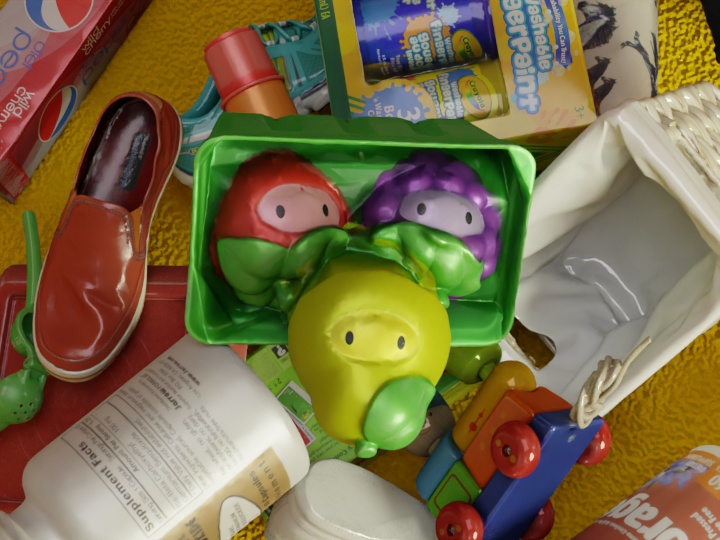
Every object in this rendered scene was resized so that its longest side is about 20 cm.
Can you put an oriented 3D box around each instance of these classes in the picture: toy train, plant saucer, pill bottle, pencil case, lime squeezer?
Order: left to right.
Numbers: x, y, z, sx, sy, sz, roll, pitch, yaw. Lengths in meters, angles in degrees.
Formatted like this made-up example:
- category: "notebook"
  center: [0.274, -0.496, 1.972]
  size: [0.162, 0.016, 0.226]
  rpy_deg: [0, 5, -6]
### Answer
- category: "lime squeezer"
  center: [-0.228, 0.059, 1.279]
  size: [0.038, 0.071, 0.201]
  rpy_deg: [23, 80, -32]
- category: "plant saucer"
  center: [-0.176, 0.088, 1.281]
  size: [0.199, 0.037, 0.201]
  rpy_deg: [1, 74, 23]
- category: "pill bottle"
  center: [-0.139, 0.138, 1.159]
  size: [0.200, 0.114, 0.114]
  rpy_deg: [-39, 75, -15]
- category: "toy train"
  center: [0.095, 0.075, 1.186]
  size: [0.116, 0.084, 0.200]
  rpy_deg: [51, 125, 31]
- category: "pencil case"
  center: [0.160, -0.146, 1.322]
  size: [0.089, 0.078, 0.201]
  rpy_deg: [-4, 74, 20]
- category: "pill bottle"
  center: [0.172, 0.205, 1.191]
  size: [0.200, 0.112, 0.112]
  rpy_deg: [-33, 75, -18]

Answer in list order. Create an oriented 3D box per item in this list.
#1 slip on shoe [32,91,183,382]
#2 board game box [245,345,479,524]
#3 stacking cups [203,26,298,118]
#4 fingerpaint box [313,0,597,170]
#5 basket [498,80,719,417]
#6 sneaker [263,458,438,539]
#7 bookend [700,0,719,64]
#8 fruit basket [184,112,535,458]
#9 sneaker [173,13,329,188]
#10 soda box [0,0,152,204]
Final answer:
- category: "slip on shoe"
  center: [-0.168, -0.026, 1.254]
  size: [0.074, 0.061, 0.201]
  rpy_deg: [15, 78, 11]
- category: "board game box"
  center: [-0.007, 0.073, 1.293]
  size: [0.200, 0.048, 0.102]
  rpy_deg: [-36, 76, -4]
- category: "stacking cups"
  center: [-0.044, -0.064, 1.268]
  size: [0.060, 0.061, 0.201]
  rpy_deg: [-22, 79, -1]
- category: "fingerpaint box"
  center: [0.056, -0.161, 1.261]
  size: [0.166, 0.073, 0.201]
  rpy_deg: [-9, 73, 3]
- category: "basket"
  center: [0.171, -0.010, 1.214]
  size: [0.136, 0.200, 0.123]
  rpy_deg: [52, 41, 10]
- category: "sneaker"
  center: [0.031, 0.193, 1.251]
  size: [0.200, 0.089, 0.075]
  rpy_deg: [30, 45, -11]
- category: "bookend"
  center: [0.235, -0.222, 1.276]
  size: [0.198, 0.092, 0.201]
  rpy_deg: [-3, 71, -37]
- category: "fruit basket"
  center: [0.000, 0.000, 1.119]
  size: [0.215, 0.216, 0.156]
  rpy_deg: [10, 118, 7]
- category: "sneaker"
  center: [-0.059, -0.139, 1.326]
  size: [0.200, 0.077, 0.080]
  rpy_deg: [-46, 110, -8]
- category: "soda box"
  center: [-0.225, -0.153, 1.364]
  size: [0.070, 0.063, 0.200]
  rpy_deg: [31, 79, 12]
